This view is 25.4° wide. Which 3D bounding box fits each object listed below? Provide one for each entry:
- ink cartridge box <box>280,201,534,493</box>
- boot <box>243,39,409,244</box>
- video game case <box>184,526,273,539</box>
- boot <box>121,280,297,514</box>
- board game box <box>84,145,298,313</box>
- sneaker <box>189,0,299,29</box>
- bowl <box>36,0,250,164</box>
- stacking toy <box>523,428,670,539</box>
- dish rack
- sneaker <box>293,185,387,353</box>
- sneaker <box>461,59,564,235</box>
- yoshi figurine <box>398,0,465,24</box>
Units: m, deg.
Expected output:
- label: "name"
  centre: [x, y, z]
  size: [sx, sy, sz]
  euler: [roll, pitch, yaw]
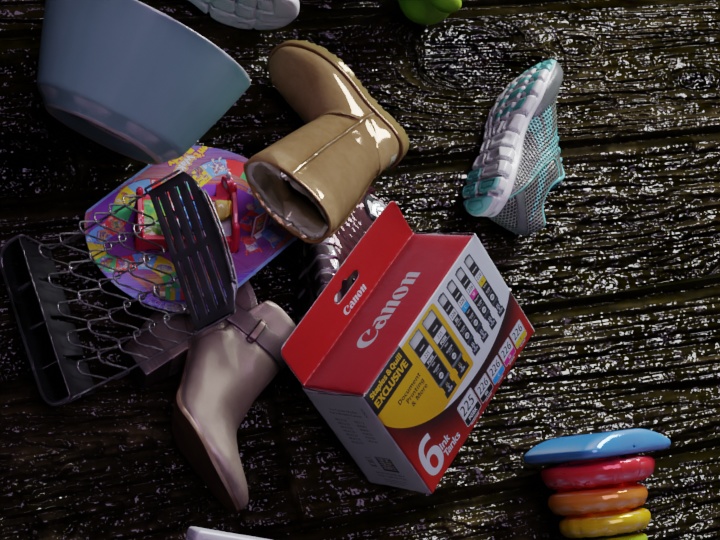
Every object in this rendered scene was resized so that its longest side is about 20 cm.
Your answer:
- label: "ink cartridge box"
  centre: [0.045, 0.065, 1.443]
  size: [0.201, 0.083, 0.176]
  euler: [-55, 127, -28]
- label: "boot"
  centre: [-0.053, -0.126, 1.478]
  size: [0.175, 0.066, 0.200]
  euler: [37, 34, 6]
- label: "video game case"
  centre: [-0.073, 0.316, 1.318]
  size: [0.199, 0.024, 0.184]
  euler: [16, 85, -32]
- label: "boot"
  centre: [-0.111, 0.096, 1.420]
  size: [0.146, 0.070, 0.201]
  euler: [-31, 82, -28]
- label: "board game box"
  centre: [-0.151, -0.053, 1.444]
  size: [0.158, 0.039, 0.200]
  euler: [36, 53, 19]
- label: "sneaker"
  centre: [-0.148, -0.304, 1.560]
  size: [0.198, 0.077, 0.083]
  euler: [20, 58, -14]
- label: "bowl"
  centre: [-0.210, -0.167, 1.432]
  size: [0.200, 0.201, 0.106]
  euler: [27, 83, -10]
- label: "stacking toy"
  centre: [0.229, 0.252, 1.488]
  size: [0.115, 0.109, 0.202]
  euler: [-3, 83, -35]
- label: "dish rack"
  centre: [-0.202, 0.010, 1.364]
  size: [0.054, 0.199, 0.155]
  euler: [8, 58, -64]
- label: "sneaker"
  centre: [0.000, 0.000, 1.501]
  size: [0.114, 0.076, 0.202]
  euler: [4, 68, -23]
- label: "sneaker"
  centre: [0.172, -0.121, 1.626]
  size: [0.091, 0.077, 0.201]
  euler: [35, 64, -24]
- label: "yoshi figurine"
  centre: [0.029, -0.320, 1.640]
  size: [0.200, 0.113, 0.112]
  euler: [42, 20, 14]
